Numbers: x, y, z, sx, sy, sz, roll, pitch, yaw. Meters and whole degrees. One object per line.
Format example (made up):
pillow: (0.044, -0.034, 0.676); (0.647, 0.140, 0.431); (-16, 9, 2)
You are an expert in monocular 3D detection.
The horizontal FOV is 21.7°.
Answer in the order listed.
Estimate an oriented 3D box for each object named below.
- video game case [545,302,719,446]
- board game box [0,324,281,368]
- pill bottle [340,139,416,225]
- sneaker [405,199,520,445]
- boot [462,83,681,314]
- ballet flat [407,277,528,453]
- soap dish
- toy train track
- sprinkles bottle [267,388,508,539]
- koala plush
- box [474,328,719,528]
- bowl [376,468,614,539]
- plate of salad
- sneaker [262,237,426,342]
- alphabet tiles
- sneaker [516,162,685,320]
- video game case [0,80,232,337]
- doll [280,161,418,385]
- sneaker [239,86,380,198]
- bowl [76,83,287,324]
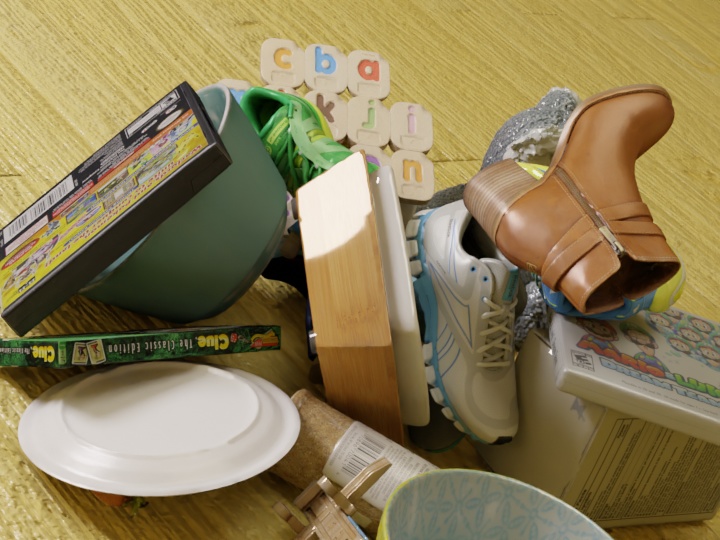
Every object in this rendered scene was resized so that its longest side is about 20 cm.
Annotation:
video game case: (0.241, 0.072, 1.473); (0.198, 0.024, 0.182); (19, 25, -7)
board game box: (-0.167, 0.055, 1.394); (0.199, 0.024, 0.104); (-3, 3, -41)
pill bottle: (-0.050, -0.082, 1.695); (0.198, 0.113, 0.113); (21, 27, -7)
sneaker: (0.093, 0.034, 1.465); (0.074, 0.086, 0.202); (-1, 71, -42)
boot: (0.195, -0.051, 1.425); (0.199, 0.074, 0.155); (-32, 49, -15)
ballet flat: (0.081, 0.059, 1.540); (0.067, 0.064, 0.201); (3, 42, 28)
soap dish: (0.001, 0.028, 1.410); (0.080, 0.200, 0.159); (-8, 63, 0)
toy train track: (-0.023, 0.164, 1.235); (0.033, 0.115, 0.200); (45, -4, -12)
sprinkles bottle: (0.025, 0.162, 1.370); (0.199, 0.069, 0.068); (30, 27, 10)
koala plush: (0.146, -0.066, 1.732); (0.183, 0.201, 0.177); (27, 27, 6)
box: (0.214, 0.127, 1.525); (0.199, 0.129, 0.109); (2, 33, -37)
bowl: (0.088, 0.236, 1.246); (0.198, 0.108, 0.201); (19, 29, -11)
plate of salad: (-0.141, 0.116, 1.327); (0.198, 0.049, 0.200); (0, 23, 0)
sneaker: (-0.003, 0.022, 1.619); (0.199, 0.079, 0.090); (27, 48, 5)
alphabet tiles: (-0.032, -0.111, 1.640); (0.198, 0.015, 0.197); (6, 63, -14)
sneaker: (0.156, -0.022, 1.483); (0.199, 0.076, 0.105); (26, 29, 26)
video game case: (-0.191, -0.051, 1.414); (0.026, 0.199, 0.181); (50, 3, -23)
doll: (0.000, 0.000, 1.560); (0.135, 0.049, 0.202); (8, 60, -12)
sneaker: (-0.046, -0.087, 1.530); (0.083, 0.074, 0.200); (23, 16, -40)
bowl: (-0.133, -0.037, 1.494); (0.105, 0.201, 0.201); (39, 21, -23)
